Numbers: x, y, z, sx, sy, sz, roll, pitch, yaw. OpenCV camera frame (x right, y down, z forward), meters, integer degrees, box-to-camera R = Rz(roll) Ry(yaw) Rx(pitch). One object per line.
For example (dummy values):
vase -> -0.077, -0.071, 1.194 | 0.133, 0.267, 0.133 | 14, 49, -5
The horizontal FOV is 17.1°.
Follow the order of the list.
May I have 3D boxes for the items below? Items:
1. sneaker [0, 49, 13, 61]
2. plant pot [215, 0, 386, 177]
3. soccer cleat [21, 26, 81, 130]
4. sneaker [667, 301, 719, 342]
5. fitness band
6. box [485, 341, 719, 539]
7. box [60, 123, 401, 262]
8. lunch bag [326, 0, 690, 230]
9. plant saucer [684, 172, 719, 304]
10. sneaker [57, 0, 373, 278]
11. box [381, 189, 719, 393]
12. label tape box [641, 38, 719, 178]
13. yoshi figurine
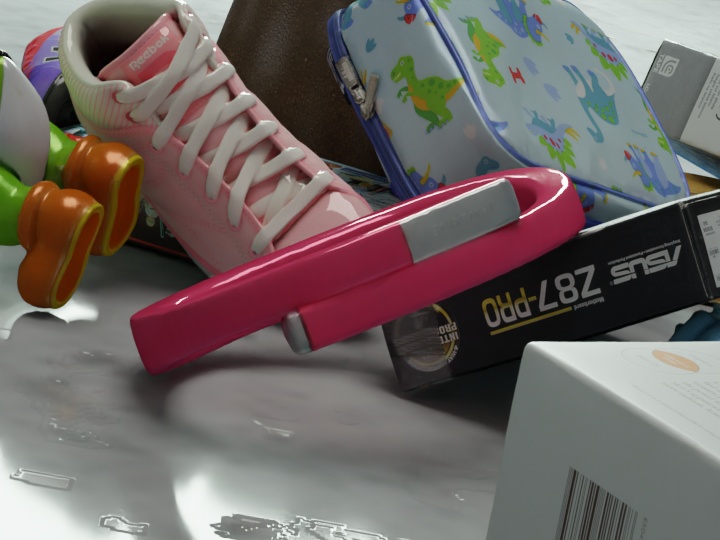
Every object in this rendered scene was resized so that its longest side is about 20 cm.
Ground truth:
sneaker -> -0.257, -0.081, 1.244 | 0.079, 0.074, 0.200 | 5, 7, 20
plant pot -> 0.003, -0.147, 1.381 | 0.185, 0.202, 0.187 | 10, 16, -3
soccer cleat -> -0.167, -0.102, 1.340 | 0.073, 0.069, 0.200 | 27, 13, 4
sneaker -> 0.205, 0.056, 1.030 | 0.199, 0.080, 0.130 | 1, 20, -35
fitness band -> 0.000, 0.000, 1.005 | 0.199, 0.038, 0.144 | -21, 4, -16
box -> 0.161, 0.089, 0.842 | 0.199, 0.098, 0.124 | 0, 18, -31
box -> -0.061, -0.036, 1.244 | 0.199, 0.040, 0.137 | 17, 17, 20
lunch bag -> 0.080, -0.077, 1.255 | 0.199, 0.082, 0.162 | 13, 44, -49
plant saucer -> 0.200, -0.024, 1.391 | 0.198, 0.036, 0.200 | 11, 16, -3
sneaker -> -0.071, -0.058, 1.126 | 0.200, 0.075, 0.105 | 39, -17, 27
box -> 0.124, 0.000, 1.091 | 0.160, 0.050, 0.200 | -16, -1, 31
label tape box -> 0.282, -0.067, 1.463 | 0.144, 0.064, 0.200 | 24, 3, -40
yoshi figurine -> -0.209, -0.044, 1.111 | 0.199, 0.113, 0.113 | 25, -16, 9
